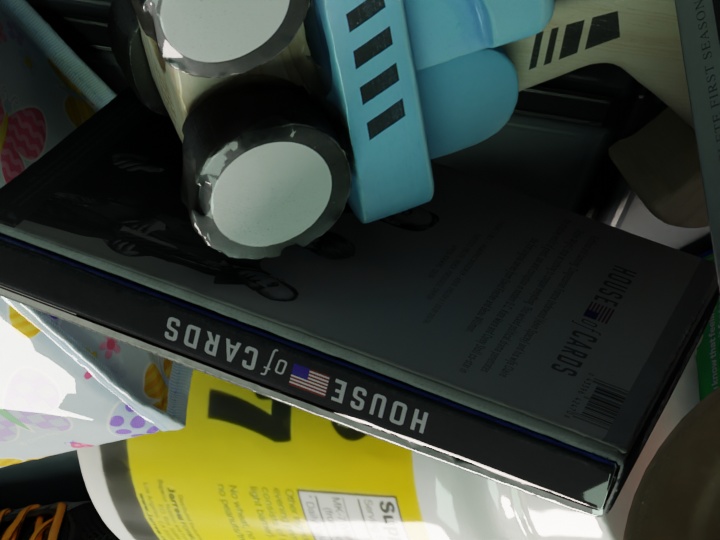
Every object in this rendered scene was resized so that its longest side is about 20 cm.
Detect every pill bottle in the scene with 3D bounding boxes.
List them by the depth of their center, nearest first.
[{"bbox_3d":[0.010,0.050,0.976,0.199,0.115,0.114,0,151,29],"label":"pill bottle"}]

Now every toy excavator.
[{"bbox_3d":[0.032,-0.072,0.818,0.199,0.100,0.195,-19,130,-8],"label":"toy excavator"}]

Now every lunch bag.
[{"bbox_3d":[-0.172,-0.015,0.919,0.169,0.128,0.200,-14,138,28],"label":"lunch bag"}]

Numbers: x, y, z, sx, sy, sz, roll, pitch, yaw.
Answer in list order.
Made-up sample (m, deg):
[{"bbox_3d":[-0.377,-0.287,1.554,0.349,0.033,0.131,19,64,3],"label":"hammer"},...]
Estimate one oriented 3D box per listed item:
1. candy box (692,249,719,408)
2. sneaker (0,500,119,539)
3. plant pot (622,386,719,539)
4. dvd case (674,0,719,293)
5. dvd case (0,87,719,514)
[{"bbox_3d":[0.195,0.047,1.013,0.169,0.077,0.200,25,143,-32],"label":"candy box"},{"bbox_3d":[-0.153,0.135,1.216,0.200,0.079,0.077,-25,129,38],"label":"sneaker"},{"bbox_3d":[0.150,0.103,0.775,0.199,0.201,0.175,-10,152,23],"label":"plant pot"},{"bbox_3d":[0.178,-0.068,0.753,0.199,0.151,0.025,-20,158,35],"label":"dvd case"},{"bbox_3d":[0.000,0.000,0.841,0.199,0.150,0.025,21,116,10],"label":"dvd case"}]
